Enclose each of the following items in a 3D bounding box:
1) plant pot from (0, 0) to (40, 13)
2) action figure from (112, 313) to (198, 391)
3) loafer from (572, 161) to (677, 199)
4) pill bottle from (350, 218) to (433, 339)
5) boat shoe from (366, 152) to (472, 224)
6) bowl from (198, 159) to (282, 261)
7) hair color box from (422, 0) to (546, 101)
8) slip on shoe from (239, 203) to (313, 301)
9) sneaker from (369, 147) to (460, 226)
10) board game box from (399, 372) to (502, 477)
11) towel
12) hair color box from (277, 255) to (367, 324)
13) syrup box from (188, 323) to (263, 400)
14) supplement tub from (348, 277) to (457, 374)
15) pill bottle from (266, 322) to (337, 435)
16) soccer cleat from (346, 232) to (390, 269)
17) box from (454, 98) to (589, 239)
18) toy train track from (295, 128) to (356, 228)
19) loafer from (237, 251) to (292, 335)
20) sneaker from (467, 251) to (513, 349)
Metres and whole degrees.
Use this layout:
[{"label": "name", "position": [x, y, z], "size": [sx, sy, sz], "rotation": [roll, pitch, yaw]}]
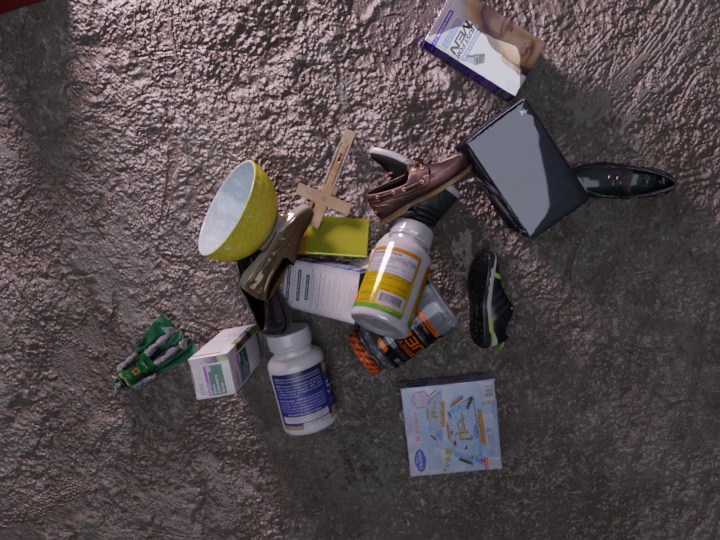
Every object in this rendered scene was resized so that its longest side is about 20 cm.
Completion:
[{"label": "plant pot", "position": [-0.692, -0.600, 0.948], "size": [0.197, 0.176, 0.203], "rotation": [-14, 99, 5]}, {"label": "action figure", "position": [-0.456, 0.197, 1.136], "size": [0.199, 0.055, 0.119], "rotation": [-37, 99, 12]}, {"label": "loafer", "position": [0.494, -0.172, 1.012], "size": [0.197, 0.070, 0.069], "rotation": [3, 100, 2]}, {"label": "pill bottle", "position": [0.066, 0.012, 0.972], "size": [0.110, 0.111, 0.202], "rotation": [22, 71, -1]}, {"label": "boat shoe", "position": [0.101, -0.159, 0.963], "size": [0.198, 0.071, 0.071], "rotation": [-29, 105, 19]}, {"label": "bowl", "position": [-0.214, -0.096, 1.022], "size": [0.107, 0.200, 0.201], "rotation": [29, 102, -32]}, {"label": "hair color box", "position": [0.227, -0.418, 0.989], "size": [0.198, 0.065, 0.110], "rotation": [30, 99, -4]}, {"label": "slip on shoe", "position": [-0.143, -0.033, 1.001], "size": [0.060, 0.076, 0.201], "rotation": [33, 74, 18]}, {"label": "sneaker", "position": [0.089, -0.156, 1.035], "size": [0.198, 0.071, 0.100], "rotation": [29, 95, -6]}, {"label": "board game box", "position": [0.191, 0.327, 1.128], "size": [0.196, 0.041, 0.203], "rotation": [-6, 100, 4]}, {"label": "towel", "position": [-0.082, -0.068, 1.063], "size": [0.197, 0.018, 0.087], "rotation": [4, 69, 5]}, {"label": "hair color box", "position": [-0.078, 0.032, 1.044], "size": [0.197, 0.060, 0.102], "rotation": [12, 101, 27]}, {"label": "syrup box", "position": [-0.258, 0.174, 1.044], "size": [0.080, 0.200, 0.080], "rotation": [-10, 98, 5]}, {"label": "supplement tub", "position": [0.083, 0.111, 1.056], "size": [0.199, 0.123, 0.123], "rotation": [-36, 96, 8]}, {"label": "pill bottle", "position": [-0.124, 0.217, 1.086], "size": [0.118, 0.120, 0.203], "rotation": [-12, 99, 5]}, {"label": "soccer cleat", "position": [0.000, 0.000, 1.071], "size": [0.077, 0.069, 0.201], "rotation": [35, 102, 1]}, {"label": "box", "position": [0.280, -0.180, 0.958], "size": [0.123, 0.197, 0.201], "rotation": [-35, 96, 8]}, {"label": "toy train track", "position": [-0.056, -0.180, 1.060], "size": [0.113, 0.033, 0.202], "rotation": [22, 92, 2]}, {"label": "loafer", "position": [-0.202, 0.038, 1.044], "size": [0.072, 0.062, 0.201], "rotation": [-50, 61, 35]}, {"label": "sneaker", "position": [0.268, 0.060, 1.077], "size": [0.082, 0.072, 0.203], "rotation": [-3, 101, -21]}]
